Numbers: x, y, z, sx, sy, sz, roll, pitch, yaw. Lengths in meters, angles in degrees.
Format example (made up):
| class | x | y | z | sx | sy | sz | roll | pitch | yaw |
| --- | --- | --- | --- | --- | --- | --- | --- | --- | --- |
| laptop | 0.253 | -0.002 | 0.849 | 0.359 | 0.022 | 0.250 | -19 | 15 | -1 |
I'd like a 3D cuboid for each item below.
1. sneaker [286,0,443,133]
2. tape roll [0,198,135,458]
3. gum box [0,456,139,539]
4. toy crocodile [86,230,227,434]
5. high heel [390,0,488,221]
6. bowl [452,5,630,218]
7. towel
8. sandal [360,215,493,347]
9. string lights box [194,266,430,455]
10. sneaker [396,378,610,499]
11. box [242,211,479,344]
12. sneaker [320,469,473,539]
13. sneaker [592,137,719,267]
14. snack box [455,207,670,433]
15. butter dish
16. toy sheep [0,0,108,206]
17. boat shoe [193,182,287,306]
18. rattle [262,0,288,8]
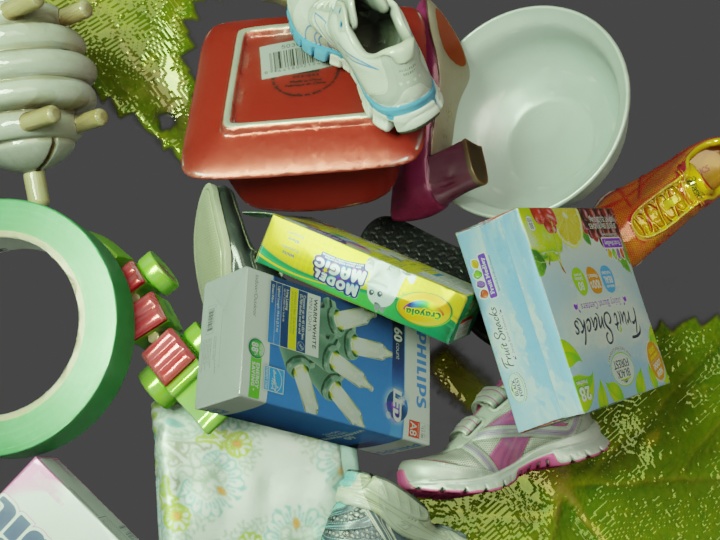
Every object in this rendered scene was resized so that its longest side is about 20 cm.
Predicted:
| class | x | y | z | sx | sy | sz | roll | pitch | yaw |
| --- | --- | --- | --- | --- | --- | --- | --- | --- | --- |
| sneaker | -0.002 | -0.196 | 0.904 | 0.075 | 0.087 | 0.200 | -31 | 49 | -13 |
| tape roll | -0.280 | 0.047 | 0.915 | 0.199 | 0.048 | 0.202 | -1 | 79 | 7 |
| gum box | -0.212 | 0.253 | 0.888 | 0.200 | 0.066 | 0.114 | 43 | 83 | 7 |
| toy crocodile | -0.169 | 0.047 | 0.948 | 0.067 | 0.062 | 0.200 | -38 | 71 | 1 |
| high heel | 0.050 | -0.145 | 1.033 | 0.067 | 0.096 | 0.201 | 27 | 48 | -48 |
| bowl | 0.161 | -0.129 | 1.050 | 0.200 | 0.090 | 0.203 | -11 | 69 | 30 |
| towel | -0.083 | 0.202 | 0.965 | 0.170 | 0.048 | 0.202 | -3 | 79 | -15 |
| sandal | 0.089 | 0.016 | 1.053 | 0.199 | 0.045 | 0.075 | 30 | 67 | 9 |
| string lights box | -0.033 | 0.077 | 0.925 | 0.199 | 0.059 | 0.104 | 20 | 62 | -39 |
| sneaker | 0.117 | 0.144 | 1.014 | 0.199 | 0.081 | 0.089 | -14 | 81 | -24 |
| box | 0.000 | 0.000 | 0.966 | 0.199 | 0.117 | 0.049 | 25 | 96 | 13 |
| sneaker | 0.045 | 0.247 | 0.958 | 0.200 | 0.077 | 0.087 | 37 | 71 | -20 |
| sneaker | 0.284 | -0.067 | 1.095 | 0.200 | 0.077 | 0.073 | -40 | 91 | -15 |
| snack box | 0.176 | 0.035 | 0.976 | 0.199 | 0.067 | 0.170 | -3 | 74 | -55 |
| butter dish | -0.036 | -0.117 | 0.997 | 0.198 | 0.148 | 0.201 | -4 | 50 | 8 |
| toy sheep | -0.276 | -0.151 | 0.949 | 0.137 | 0.138 | 0.202 | -5 | 85 | -14 |
| boat shoe | -0.096 | 0.018 | 0.988 | 0.067 | 0.072 | 0.201 | -6 | 66 | -30 |
| rattle | -0.038 | -0.345 | 1.046 | 0.129 | 0.143 | 0.202 | 12 | 81 | 8 |
